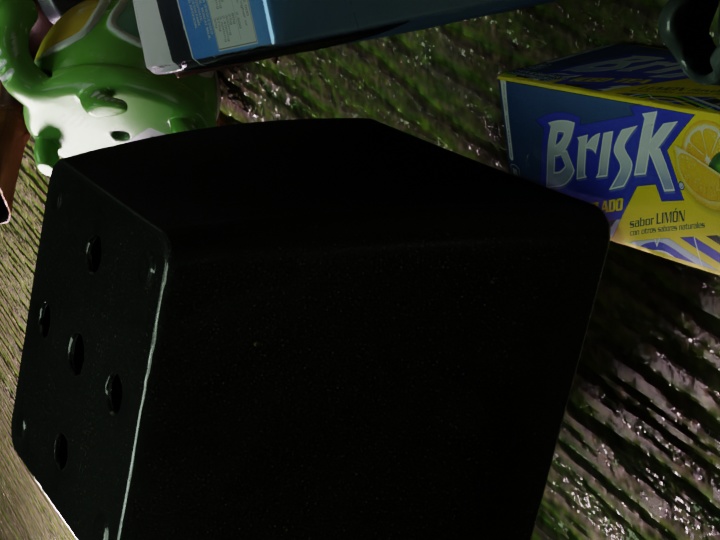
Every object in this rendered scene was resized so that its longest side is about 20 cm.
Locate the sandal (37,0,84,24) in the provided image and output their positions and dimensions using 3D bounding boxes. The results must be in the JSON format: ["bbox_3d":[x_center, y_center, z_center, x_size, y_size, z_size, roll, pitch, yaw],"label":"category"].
[{"bbox_3d":[-0.308,-0.325,1.177,0.043,0.076,0.201,-7,100,38],"label":"sandal"}]

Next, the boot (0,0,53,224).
[{"bbox_3d":[-0.363,-0.172,1.284,0.188,0.068,0.201,125,156,-59],"label":"boot"}]

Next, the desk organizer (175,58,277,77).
[{"bbox_3d":[-0.089,-0.226,0.816,0.072,0.077,0.200,57,149,30],"label":"desk organizer"}]

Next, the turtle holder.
[{"bbox_3d":[-0.200,-0.147,0.971,0.141,0.184,0.132,117,156,-62],"label":"turtle holder"}]

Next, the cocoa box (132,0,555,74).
[{"bbox_3d":[0.011,-0.166,0.518,0.131,0.199,0.134,8,111,61],"label":"cocoa box"}]

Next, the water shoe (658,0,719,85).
[{"bbox_3d":[0.151,-0.145,0.376,0.071,0.079,0.201,43,132,46],"label":"water shoe"}]

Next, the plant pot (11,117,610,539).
[{"bbox_3d":[-0.042,0.040,0.549,0.199,0.177,0.201,31,113,54],"label":"plant pot"}]

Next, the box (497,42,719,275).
[{"bbox_3d":[0.139,-0.043,0.485,0.200,0.070,0.065,24,128,57],"label":"box"}]
